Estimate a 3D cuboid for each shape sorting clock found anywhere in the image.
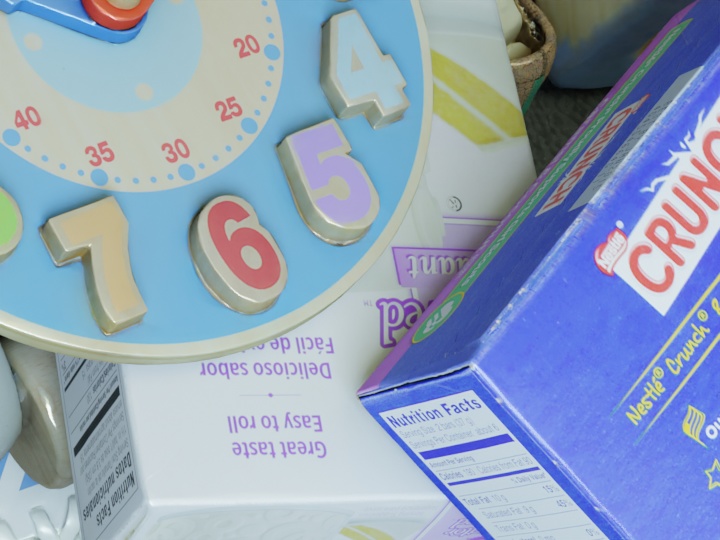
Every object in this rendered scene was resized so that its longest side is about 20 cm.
[{"bbox_3d":[-0.069,-0.070,0.727,0.199,0.039,0.201,11,59,-19],"label":"shape sorting clock"}]

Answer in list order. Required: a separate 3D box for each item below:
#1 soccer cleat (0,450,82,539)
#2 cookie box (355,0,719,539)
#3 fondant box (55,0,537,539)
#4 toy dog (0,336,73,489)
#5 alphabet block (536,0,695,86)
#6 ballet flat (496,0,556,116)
[{"bbox_3d":[-0.106,0.078,0.827,0.199,0.070,0.086,-32,46,-30],"label":"soccer cleat"},{"bbox_3d":[0.125,0.043,0.736,0.200,0.075,0.171,48,63,-11],"label":"cookie box"},{"bbox_3d":[-0.019,-0.013,0.779,0.143,0.058,0.201,1,63,-26],"label":"fondant box"},{"bbox_3d":[-0.158,-0.005,0.789,0.199,0.097,0.132,31,49,17],"label":"toy dog"},{"bbox_3d":[0.176,-0.193,0.981,0.195,0.195,0.201,-1,73,-26],"label":"alphabet block"},{"bbox_3d":[0.002,-0.138,0.963,0.200,0.067,0.068,47,58,-3],"label":"ballet flat"}]
